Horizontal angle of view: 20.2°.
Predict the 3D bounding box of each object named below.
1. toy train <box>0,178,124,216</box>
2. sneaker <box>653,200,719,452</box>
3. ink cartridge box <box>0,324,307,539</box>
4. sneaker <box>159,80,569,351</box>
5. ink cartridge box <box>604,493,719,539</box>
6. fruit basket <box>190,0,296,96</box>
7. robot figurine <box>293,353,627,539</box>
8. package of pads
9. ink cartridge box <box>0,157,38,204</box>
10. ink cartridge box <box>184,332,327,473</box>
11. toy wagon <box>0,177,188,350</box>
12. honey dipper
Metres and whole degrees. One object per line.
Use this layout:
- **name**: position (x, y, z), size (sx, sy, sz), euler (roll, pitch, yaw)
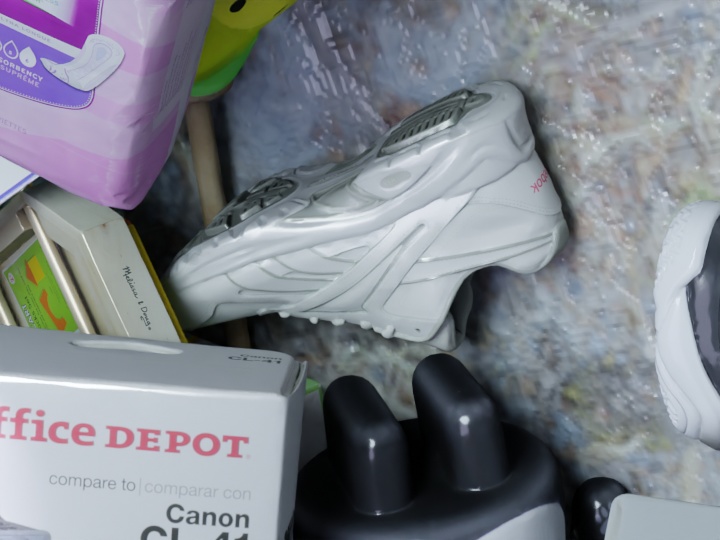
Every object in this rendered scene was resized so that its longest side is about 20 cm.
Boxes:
- **toy train**: position (-0.162, -0.068, 0.956), size (0.113, 0.085, 0.202), euler (15, 119, 17)
- **sneaker**: position (0.189, 0.060, 0.781), size (0.113, 0.075, 0.201), euler (-6, 114, 35)
- **ink cartridge box**: position (-0.102, 0.132, 0.794), size (0.146, 0.086, 0.202), euler (4, 99, 1)
- **sneaker**: position (0.000, 0.000, 0.870), size (0.199, 0.078, 0.100), euler (-21, 107, 31)
- **ink cartridge box**: position (0.165, 0.180, 0.775), size (0.145, 0.084, 0.201), euler (5, 144, 15)
- **fruit basket**: position (-0.037, -0.167, 0.741), size (0.154, 0.215, 0.217), euler (-2, 110, 34)
- **robot figurine**: position (0.033, 0.141, 0.878), size (0.149, 0.125, 0.202), euler (1, 112, 26)
- **package of pads**: position (-0.101, -0.117, 0.660), size (0.120, 0.076, 0.200), euler (24, 143, 0)
- **ink cartridge box**: position (-0.185, -0.106, 0.871), size (0.197, 0.043, 0.201), euler (-32, 70, 18)
- **ink cartridge box**: position (-0.095, 0.093, 0.969), size (0.199, 0.067, 0.118), euler (17, 122, 48)
- **toy wagon**: position (-0.143, 0.039, 0.912), size (0.200, 0.039, 0.156), euler (-33, 81, 55)
- **honey dipper**: position (-0.070, -0.031, 0.935), size (0.038, 0.038, 0.202), euler (8, 117, 31)
